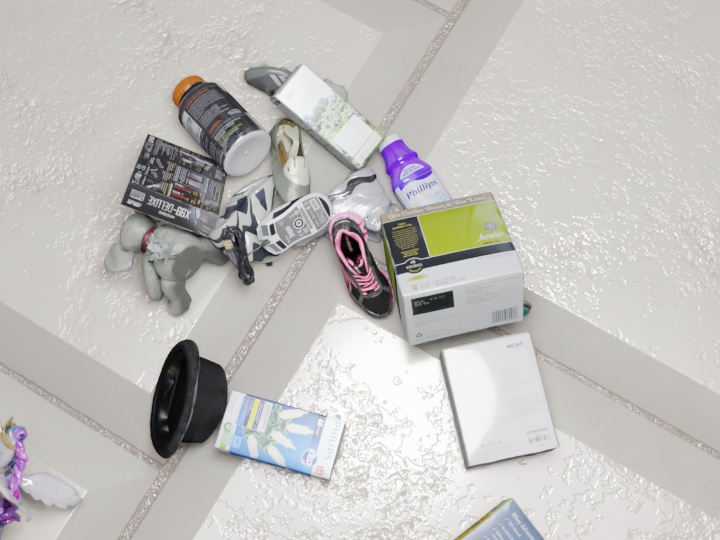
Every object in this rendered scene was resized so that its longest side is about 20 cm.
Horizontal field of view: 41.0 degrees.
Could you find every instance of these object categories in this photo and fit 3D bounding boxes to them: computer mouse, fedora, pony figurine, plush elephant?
[{"bbox_3d":[-0.139,-0.067,1.654,0.200,0.044,0.110,-32,117,-9],"label":"computer mouse"},{"bbox_3d":[-0.280,0.219,1.616,0.092,0.201,0.201,14,72,-28],"label":"fedora"},{"bbox_3d":[-0.585,0.365,1.583,0.193,0.167,0.200,39,94,19],"label":"pony figurine"},{"bbox_3d":[-0.353,-0.041,1.678,0.155,0.200,0.165,34,85,29],"label":"plush elephant"}]

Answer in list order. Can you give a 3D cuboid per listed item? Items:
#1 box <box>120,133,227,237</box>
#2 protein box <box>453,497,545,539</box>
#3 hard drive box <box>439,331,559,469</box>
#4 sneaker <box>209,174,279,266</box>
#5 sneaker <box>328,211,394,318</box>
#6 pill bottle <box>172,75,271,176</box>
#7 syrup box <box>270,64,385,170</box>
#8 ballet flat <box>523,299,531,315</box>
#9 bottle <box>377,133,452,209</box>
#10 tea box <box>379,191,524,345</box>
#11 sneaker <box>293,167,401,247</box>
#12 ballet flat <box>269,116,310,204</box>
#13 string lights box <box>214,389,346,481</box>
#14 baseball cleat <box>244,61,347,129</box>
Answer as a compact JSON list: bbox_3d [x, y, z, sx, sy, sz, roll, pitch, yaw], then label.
[{"bbox_3d":[-0.317,-0.150,1.670,0.158,0.200,0.050,21,118,-15],"label":"box"},{"bbox_3d":[0.216,0.500,1.515,0.200,0.135,0.199,-36,76,-8],"label":"protein box"},{"bbox_3d":[0.231,0.219,1.623,0.156,0.077,0.200,-11,75,-2],"label":"hard drive box"},{"bbox_3d":[-0.180,-0.077,1.725,0.079,0.130,0.199,-12,30,34],"label":"sneaker"},{"bbox_3d":[0.000,0.000,1.654,0.079,0.095,0.200,-25,105,4],"label":"sneaker"},{"bbox_3d":[-0.260,-0.270,1.750,0.106,0.106,0.200,-39,65,-9],"label":"pill bottle"},{"bbox_3d":[-0.059,-0.273,1.725,0.200,0.081,0.079,40,86,-12],"label":"syrup box"},{"bbox_3d":[0.196,0.049,1.679,0.200,0.068,0.067,-3,67,-1],"label":"ballet flat"},{"bbox_3d":[0.100,-0.154,1.736,0.083,0.065,0.200,-29,76,-7],"label":"bottle"},{"bbox_3d":[0.151,-0.006,1.612,0.200,0.134,0.197,-11,48,-1],"label":"tea box"},{"bbox_3d":[-0.023,-0.086,1.716,0.200,0.075,0.115,-40,75,-12],"label":"sneaker"},{"bbox_3d":[-0.125,-0.197,1.725,0.067,0.064,0.200,5,50,-28],"label":"ballet flat"},{"bbox_3d":[-0.133,0.279,1.626,0.200,0.059,0.103,14,74,5],"label":"string lights box"},{"bbox_3d":[-0.126,-0.320,1.787,0.200,0.070,0.107,11,75,5],"label":"baseball cleat"}]
